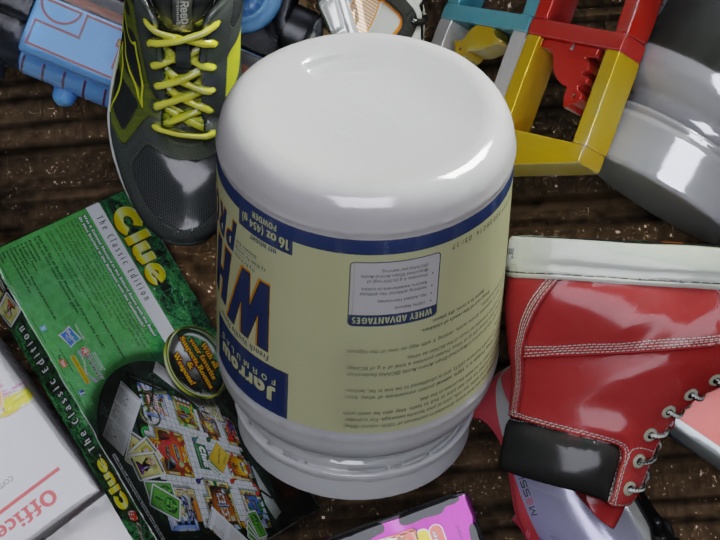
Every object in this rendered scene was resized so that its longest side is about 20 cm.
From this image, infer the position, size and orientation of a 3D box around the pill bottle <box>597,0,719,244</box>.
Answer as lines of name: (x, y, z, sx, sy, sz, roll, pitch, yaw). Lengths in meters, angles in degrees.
pill bottle: (0.207, -0.120, 1.373, 0.114, 0.114, 0.200, 31, 86, 2)

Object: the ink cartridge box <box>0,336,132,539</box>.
ink cartridge box: (-0.211, 0.102, 1.374, 0.115, 0.068, 0.200, -37, 87, -3)

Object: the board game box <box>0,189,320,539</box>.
board game box: (-0.110, 0.061, 1.373, 0.105, 0.023, 0.200, -27, 84, -39)

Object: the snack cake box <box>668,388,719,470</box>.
snack cake box: (0.258, 0.030, 1.384, 0.115, 0.067, 0.200, 34, 86, 1)

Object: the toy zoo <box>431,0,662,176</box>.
toy zoo: (0.095, -0.128, 1.378, 0.131, 0.020, 0.201, 15, 83, 45)

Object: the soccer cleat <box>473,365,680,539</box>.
soccer cleat: (0.122, 0.140, 1.381, 0.073, 0.068, 0.201, -25, 87, 17)

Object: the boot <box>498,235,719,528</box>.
boot: (0.170, 0.058, 1.320, 0.199, 0.072, 0.145, 2, 92, 3)

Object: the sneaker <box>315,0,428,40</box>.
sneaker: (0.010, -0.154, 1.352, 0.080, 0.074, 0.201, -21, 103, 1)

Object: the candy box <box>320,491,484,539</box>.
candy box: (-0.017, 0.211, 1.370, 0.199, 0.061, 0.137, -19, 86, -3)

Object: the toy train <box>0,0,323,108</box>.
toy train: (-0.122, -0.133, 1.389, 0.199, 0.087, 0.115, 22, 91, 1)

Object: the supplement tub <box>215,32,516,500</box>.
supplement tub: (0.000, 0.000, 1.305, 0.144, 0.145, 0.201, 2, 129, 0)

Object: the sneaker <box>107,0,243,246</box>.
sneaker: (-0.093, -0.111, 1.307, 0.074, 0.085, 0.201, 0, 96, 1)
